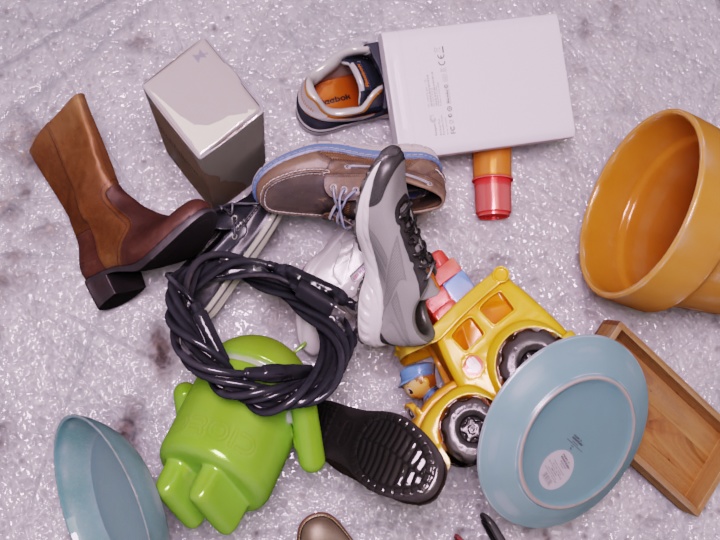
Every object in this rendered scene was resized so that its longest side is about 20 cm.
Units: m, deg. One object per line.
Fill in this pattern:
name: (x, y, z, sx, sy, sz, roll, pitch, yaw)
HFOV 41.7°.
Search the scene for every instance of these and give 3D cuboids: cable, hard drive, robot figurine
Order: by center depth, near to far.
cable: (-0.103, 0.055, 0.897, 0.197, 0.051, 0.164, 25, 50, 4)
robot figurine: (-0.119, 0.150, 0.920, 0.173, 0.116, 0.202, -2, 47, 32)
hard drive: (0.124, -0.195, 1.003, 0.196, 0.027, 0.135, -9, 89, -11)

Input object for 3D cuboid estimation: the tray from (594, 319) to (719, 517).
tray: (0.302, 0.153, 0.982, 0.199, 0.037, 0.099, 41, 78, -13)

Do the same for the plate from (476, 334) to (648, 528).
plate: (0.200, 0.159, 0.895, 0.197, 0.026, 0.204, -9, 112, -23)

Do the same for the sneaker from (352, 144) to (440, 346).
sneaker: (0.038, -0.019, 0.881, 0.078, 0.074, 0.204, 8, 119, 20)

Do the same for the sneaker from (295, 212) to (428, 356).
sneaker: (0.000, 0.000, 0.981, 0.098, 0.075, 0.203, 21, 78, 30)

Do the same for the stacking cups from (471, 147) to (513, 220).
stacking cups: (0.142, -0.158, 1.051, 0.059, 0.061, 0.205, 2, 84, -4)

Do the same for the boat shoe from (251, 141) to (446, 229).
boat shoe: (-0.008, -0.083, 0.938, 0.196, 0.073, 0.073, -9, 42, -9)

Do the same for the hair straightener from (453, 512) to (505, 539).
hair straightener: (0.183, 0.329, 0.963, 0.077, 0.041, 0.201, -37, 84, -10)

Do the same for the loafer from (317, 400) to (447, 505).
loafer: (0.019, 0.176, 0.917, 0.071, 0.198, 0.074, 39, 76, -36)

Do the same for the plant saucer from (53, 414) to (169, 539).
plant saucer: (-0.231, 0.228, 0.893, 0.036, 0.199, 0.203, -16, 79, -39)

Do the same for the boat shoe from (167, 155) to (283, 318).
boat shoe: (-0.132, -0.044, 0.992, 0.062, 0.074, 0.202, 36, 83, -18)

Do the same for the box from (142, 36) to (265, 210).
box: (-0.150, -0.139, 0.946, 0.077, 0.200, 0.095, -38, 84, -10)

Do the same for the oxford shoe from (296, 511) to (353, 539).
oxford shoe: (-0.011, 0.337, 0.930, 0.069, 0.075, 0.203, -21, 81, -7)

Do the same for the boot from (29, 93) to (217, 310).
boot: (-0.245, -0.088, 0.966, 0.068, 0.187, 0.203, -14, 75, -50)

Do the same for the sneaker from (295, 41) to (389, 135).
sneaker: (0.024, -0.209, 1.036, 0.197, 0.079, 0.080, -25, 81, -10)

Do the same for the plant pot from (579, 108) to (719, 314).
plant pot: (0.359, -0.038, 0.982, 0.180, 0.200, 0.204, 20, 78, -16)

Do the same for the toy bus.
toy bus: (0.099, 0.087, 0.959, 0.199, 0.136, 0.193, -40, 81, -8)
